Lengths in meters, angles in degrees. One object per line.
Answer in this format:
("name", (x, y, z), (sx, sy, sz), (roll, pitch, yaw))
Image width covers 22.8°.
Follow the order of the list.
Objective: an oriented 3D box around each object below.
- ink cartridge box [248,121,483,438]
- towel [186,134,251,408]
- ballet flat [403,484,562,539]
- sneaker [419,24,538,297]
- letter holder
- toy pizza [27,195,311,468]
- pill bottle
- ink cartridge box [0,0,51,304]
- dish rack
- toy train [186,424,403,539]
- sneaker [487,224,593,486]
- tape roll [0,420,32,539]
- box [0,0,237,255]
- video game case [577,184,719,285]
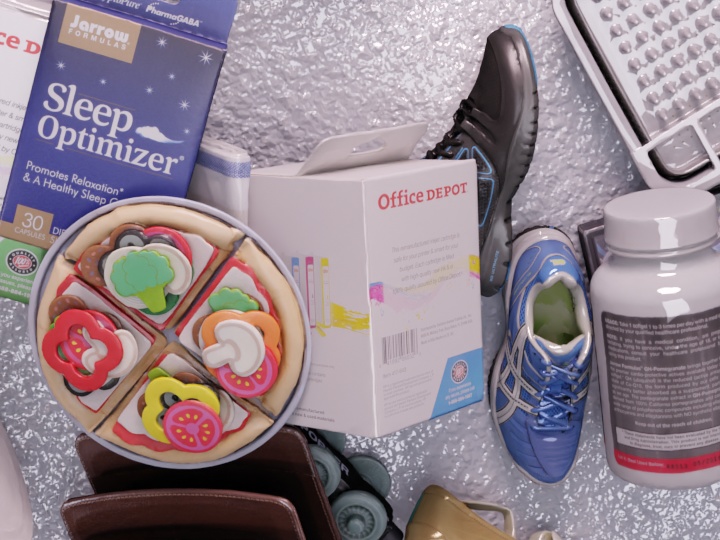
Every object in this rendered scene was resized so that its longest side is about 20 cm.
("ink cartridge box", (0.000, 0.000, 1.254), (0.124, 0.128, 0.203), (5, 101, 40))
("towel", (-0.114, -0.001, 1.273), (0.024, 0.146, 0.203), (-10, 108, -31))
("ballet flat", (0.124, 0.221, 1.386), (0.199, 0.068, 0.064), (27, 61, -25))
("sneaker", (0.080, -0.080, 1.297), (0.081, 0.073, 0.202), (8, 104, -5))
("letter holder", (-0.127, 0.192, 1.288), (0.198, 0.101, 0.144), (-4, 117, 26))
("toy pizza", (-0.132, 0.048, 1.206), (0.197, 0.032, 0.203), (3, 112, 8))
("pill bottle", (0.225, 0.047, 1.298), (0.109, 0.111, 0.202), (-9, 107, -2))
("ink cartridge box", (-0.254, -0.092, 1.258), (0.143, 0.084, 0.202), (16, 104, -9))
("dish rack", (0.245, -0.172, 1.301), (0.171, 0.044, 0.201), (-31, 106, 5))
("toy train", (-0.059, 0.160, 1.350), (0.114, 0.085, 0.200), (-39, 105, 16))
("sneaker", (0.137, 0.072, 1.342), (0.075, 0.077, 0.203), (-6, 107, -5))
("tape roll", (-0.310, 0.125, 1.253), (0.070, 0.203, 0.204), (-26, 106, 3))
("box", (-0.164, -0.104, 1.199), (0.120, 0.032, 0.202), (15, 104, -6))
("video game case", (0.275, 0.037, 1.370), (0.179, 0.026, 0.202), (-15, 106, 0))
